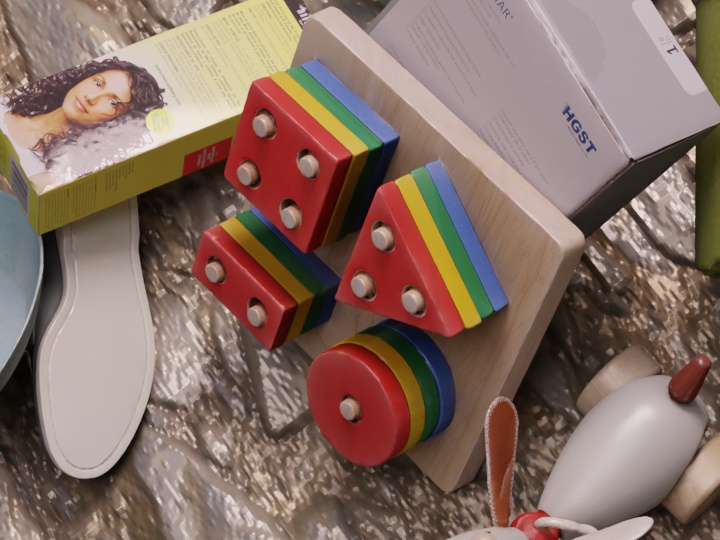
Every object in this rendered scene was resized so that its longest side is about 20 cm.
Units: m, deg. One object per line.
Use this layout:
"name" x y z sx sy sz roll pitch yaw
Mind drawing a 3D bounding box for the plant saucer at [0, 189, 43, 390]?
"plant saucer" -0.251 0.045 1.408 0.201 0.039 0.201 -24 43 25

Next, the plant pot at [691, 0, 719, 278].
"plant pot" 0.251 -0.082 1.272 0.200 0.200 0.190 9 90 19

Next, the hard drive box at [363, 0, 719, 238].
"hard drive box" 0.075 -0.085 1.291 0.077 0.200 0.156 -23 78 -37

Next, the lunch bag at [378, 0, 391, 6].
"lunch bag" 0.080 -0.209 1.401 0.200 0.077 0.161 35 87 22

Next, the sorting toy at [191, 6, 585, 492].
"sorting toy" 0.000 0.000 1.301 0.070 0.200 0.199 -26 60 -39

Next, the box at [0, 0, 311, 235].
"box" -0.111 -0.094 1.397 0.200 0.050 0.075 -24 66 -20

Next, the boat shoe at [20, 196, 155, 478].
"boat shoe" -0.167 0.024 1.428 0.062 0.073 0.200 -17 72 58

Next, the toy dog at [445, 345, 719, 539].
"toy dog" 0.125 0.105 1.252 0.132 0.096 0.200 27 51 8
